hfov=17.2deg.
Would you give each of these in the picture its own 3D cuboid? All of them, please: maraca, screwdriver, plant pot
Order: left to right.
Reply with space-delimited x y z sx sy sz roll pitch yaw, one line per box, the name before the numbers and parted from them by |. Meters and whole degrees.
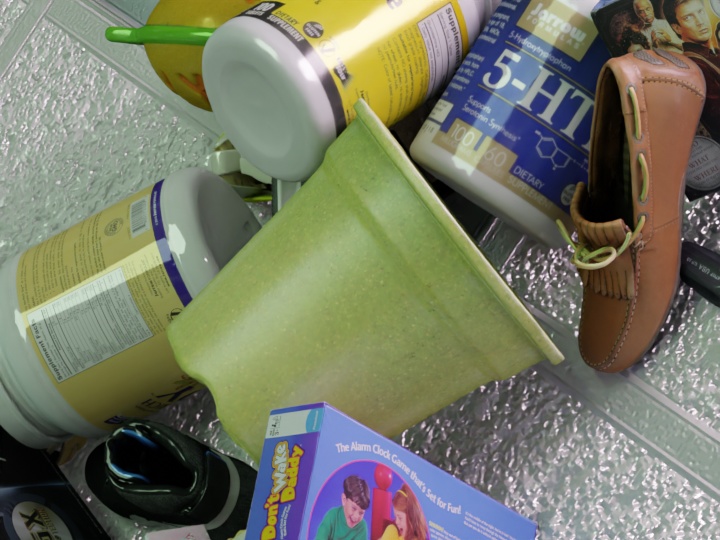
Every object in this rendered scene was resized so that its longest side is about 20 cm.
maraca | -0.107 -0.171 1.782 0.200 0.137 0.108 10 93 54
plant pot | -0.009 0.031 1.445 0.184 0.200 0.201 -38 43 2
screwdriver | 0.248 0.027 1.382 0.029 0.028 0.200 -35 37 -19

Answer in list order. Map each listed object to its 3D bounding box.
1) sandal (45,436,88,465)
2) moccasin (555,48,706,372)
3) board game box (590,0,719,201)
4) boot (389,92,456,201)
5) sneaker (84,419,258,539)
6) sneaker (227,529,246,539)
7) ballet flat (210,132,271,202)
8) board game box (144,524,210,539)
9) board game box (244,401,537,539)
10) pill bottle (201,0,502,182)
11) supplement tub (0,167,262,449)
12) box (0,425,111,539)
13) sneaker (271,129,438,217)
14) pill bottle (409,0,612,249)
sandal | -0.230 0.110 1.790 0.200 0.054 0.080 -47 45 -10
moccasin | 0.154 -0.032 1.423 0.074 0.077 0.202 48 137 49
board game box | 0.251 -0.136 1.404 0.199 0.136 0.035 -23 13 34
boot | 0.074 -0.157 1.656 0.200 0.072 0.167 -44 54 13
sneaker | -0.149 0.131 1.644 0.200 0.112 0.073 9 71 47
sneaker | -0.037 0.202 1.518 0.200 0.075 0.090 -44 37 17
ballet flat | -0.067 -0.078 1.702 0.200 0.067 0.067 5 103 55
board game box | -0.093 0.296 1.453 0.199 0.043 0.201 -119 29 -45
board game box | 0.017 0.177 1.384 0.045 0.200 0.135 -11 58 41
pill bottle | 0.003 -0.150 1.544 0.200 0.113 0.112 -35 30 -31
supplement tub | -0.165 0.030 1.677 0.199 0.145 0.146 -26 49 18
box | -0.249 0.192 1.630 0.086 0.164 0.200 -48 58 11
sneaker | 0.000 0.000 1.594 0.115 0.076 0.202 2 105 6
pill bottle | 0.131 -0.126 1.522 0.120 0.120 0.200 32 90 49
